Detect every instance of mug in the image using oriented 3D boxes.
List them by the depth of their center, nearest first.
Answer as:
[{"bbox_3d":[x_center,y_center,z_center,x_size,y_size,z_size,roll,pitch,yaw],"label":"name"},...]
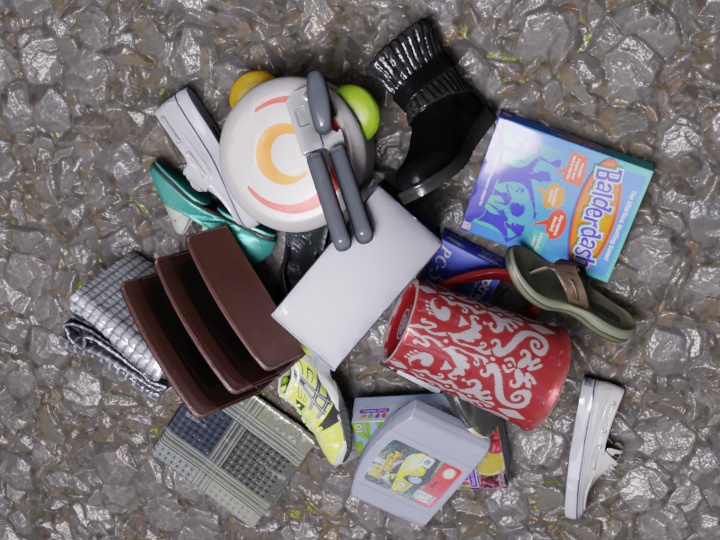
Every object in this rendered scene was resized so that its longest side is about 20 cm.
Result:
[{"bbox_3d":[0.135,0.083,1.270,0.198,0.179,0.134,21,124,-11],"label":"mug"}]

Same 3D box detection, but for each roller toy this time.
[{"bbox_3d":[-0.077,-0.146,1.295,0.197,0.140,0.185,10,101,6],"label":"roller toy"}]

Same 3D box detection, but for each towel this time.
[{"bbox_3d":[-0.292,0.076,1.394,0.165,0.200,0.086,37,115,-1],"label":"towel"},{"bbox_3d":[-0.183,0.256,1.531,0.199,0.035,0.193,36,110,1],"label":"towel"}]

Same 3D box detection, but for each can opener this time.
[{"bbox_3d":[-0.037,-0.122,1.171,0.052,0.067,0.203,-17,79,0],"label":"can opener"}]

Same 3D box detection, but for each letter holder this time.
[{"bbox_3d":[-0.189,0.063,1.306,0.100,0.141,0.201,-41,77,35],"label":"letter holder"}]

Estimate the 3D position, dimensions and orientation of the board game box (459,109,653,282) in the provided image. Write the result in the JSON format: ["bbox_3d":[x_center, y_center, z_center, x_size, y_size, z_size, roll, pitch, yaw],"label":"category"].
[{"bbox_3d":[0.240,-0.092,1.292,0.197,0.045,0.154,19,113,4],"label":"board game box"}]

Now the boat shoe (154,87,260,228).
[{"bbox_3d":[-0.198,-0.136,1.357,0.065,0.074,0.202,-30,85,8],"label":"boat shoe"}]

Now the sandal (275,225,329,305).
[{"bbox_3d":[-0.080,0.004,1.400,0.074,0.048,0.203,7,112,11],"label":"sandal"}]

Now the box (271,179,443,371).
[{"bbox_3d":[0.000,0.000,1.282,0.104,0.182,0.201,40,98,-1],"label":"box"}]

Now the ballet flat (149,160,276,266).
[{"bbox_3d":[-0.208,-0.067,1.391,0.198,0.067,0.071,32,102,-1],"label":"ballet flat"}]

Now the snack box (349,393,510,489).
[{"bbox_3d":[0.097,0.235,1.421,0.197,0.053,0.144,-4,126,15],"label":"snack box"}]

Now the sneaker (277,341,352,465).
[{"bbox_3d":[-0.070,0.167,1.393,0.076,0.075,0.203,-21,95,-24],"label":"sneaker"}]

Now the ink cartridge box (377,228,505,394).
[{"bbox_3d":[0.106,0.056,1.377,0.093,0.044,0.202,26,113,1],"label":"ink cartridge box"}]

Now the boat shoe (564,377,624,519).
[{"bbox_3d":[0.313,0.242,1.387,0.069,0.071,0.203,9,105,12],"label":"boat shoe"}]

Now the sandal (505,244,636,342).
[{"bbox_3d":[0.260,0.018,1.272,0.199,0.080,0.058,26,129,-16],"label":"sandal"}]

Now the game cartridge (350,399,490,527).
[{"bbox_3d":[0.069,0.258,1.389,0.132,0.041,0.201,27,129,-5],"label":"game cartridge"}]

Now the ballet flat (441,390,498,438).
[{"bbox_3d":[0.115,0.123,1.336,0.202,0.066,0.057,60,149,4],"label":"ballet flat"}]

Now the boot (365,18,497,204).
[{"bbox_3d":[0.063,-0.187,1.221,0.079,0.212,0.158,-28,108,42],"label":"boot"}]
